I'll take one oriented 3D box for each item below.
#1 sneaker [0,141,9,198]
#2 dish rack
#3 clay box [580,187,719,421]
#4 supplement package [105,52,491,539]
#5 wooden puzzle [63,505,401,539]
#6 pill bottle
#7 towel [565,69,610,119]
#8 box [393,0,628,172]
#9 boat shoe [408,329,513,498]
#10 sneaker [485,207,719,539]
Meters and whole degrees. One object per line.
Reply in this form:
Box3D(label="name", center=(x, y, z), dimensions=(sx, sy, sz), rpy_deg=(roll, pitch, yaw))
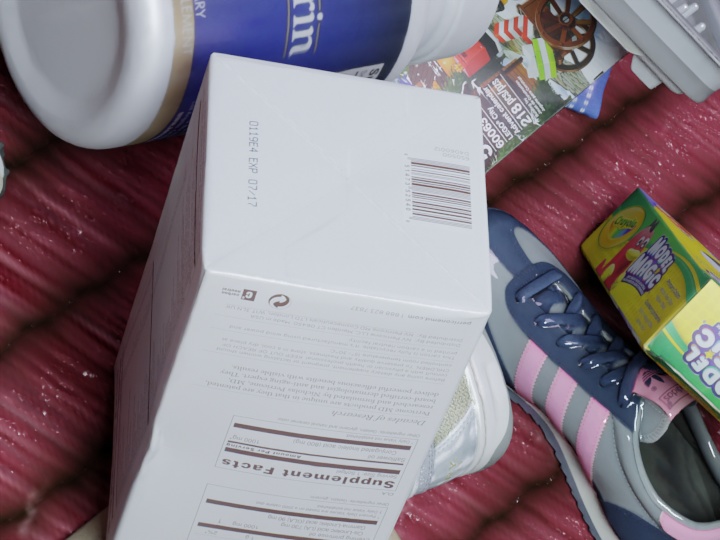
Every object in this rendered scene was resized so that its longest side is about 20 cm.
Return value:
Box3D(label="sneaker", center=(-0.238, -0.068, 1.170), dimensions=(0.200, 0.070, 0.093), rpy_deg=(38, 73, -20))
Box3D(label="dish rack", center=(0.100, -0.169, 1.335), dimensions=(0.172, 0.044, 0.200), rpy_deg=(42, 21, -37))
Box3D(label="clay box", center=(0.169, 0.036, 1.340), dimensions=(0.115, 0.200, 0.048), rpy_deg=(42, 97, -15))
Box3D(label="supplement package", center=(-0.029, 0.028, 1.157), dimensions=(0.109, 0.200, 0.114), rpy_deg=(9, 50, -11))
Box3D(label="wooden puzzle", center=(-0.032, 0.169, 1.229), dimensions=(0.185, 0.037, 0.200), rpy_deg=(-37, 94, -39))
Box3D(label="pill bottle", center=(-0.043, -0.121, 1.229), dimensions=(0.200, 0.116, 0.116), rpy_deg=(-14, 80, -38))
Box3D(label="towel", center=(0.056, -0.176, 1.414), dimensions=(0.200, 0.024, 0.145), rpy_deg=(23, 79, -26))
Box3D(label="box", center=(0.014, -0.139, 1.351), dimensions=(0.137, 0.038, 0.200), rpy_deg=(-41, 98, -14))
Box3D(label="boat shoe", center=(-0.001, 0.001, 1.296), dimensions=(0.065, 0.074, 0.202), rpy_deg=(-20, 87, -41))
Box3D(label="sneaker", center=(0.114, 0.048, 1.352), dimensions=(0.070, 0.082, 0.200), rpy_deg=(-39, 95, -36))
